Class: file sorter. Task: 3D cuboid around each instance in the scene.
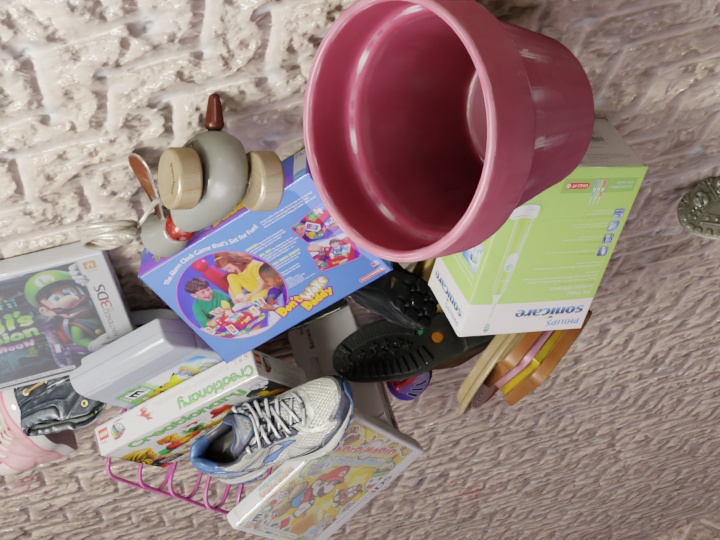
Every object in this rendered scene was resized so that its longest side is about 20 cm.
[{"bbox_3d":[-0.174,0.212,1.501,0.198,0.127,0.139,9,167,29],"label":"file sorter"}]

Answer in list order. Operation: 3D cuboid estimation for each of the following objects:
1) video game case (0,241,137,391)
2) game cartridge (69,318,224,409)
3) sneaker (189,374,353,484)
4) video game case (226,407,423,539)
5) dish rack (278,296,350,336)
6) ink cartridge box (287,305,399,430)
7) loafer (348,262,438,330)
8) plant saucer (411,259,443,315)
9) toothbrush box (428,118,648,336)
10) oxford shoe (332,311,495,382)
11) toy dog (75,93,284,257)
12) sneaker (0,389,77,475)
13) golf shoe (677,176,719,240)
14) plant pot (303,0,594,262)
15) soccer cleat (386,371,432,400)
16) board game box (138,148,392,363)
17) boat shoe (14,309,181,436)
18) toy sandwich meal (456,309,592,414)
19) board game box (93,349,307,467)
[{"bbox_3d":[-0.328,0.052,1.263,0.197,0.024,0.183,-13,143,-4],"label":"video game case"},{"bbox_3d":[-0.190,0.103,1.330,0.132,0.041,0.200,-31,156,15],"label":"game cartridge"},{"bbox_3d":[-0.094,0.166,1.323,0.199,0.078,0.085,-33,151,25],"label":"sneaker"},{"bbox_3d":[-0.034,0.237,1.443,0.182,0.023,0.200,-43,150,6],"label":"video game case"},{"bbox_3d":[-0.118,0.012,1.305,0.152,0.055,0.200,-25,153,17],"label":"dish rack"},{"bbox_3d":[-0.013,0.150,1.539,0.083,0.148,0.200,-20,156,1],"label":"ink cartridge box"},{"bbox_3d":[0.000,0.000,1.306,0.070,0.069,0.200,5,154,46],"label":"loafer"},{"bbox_3d":[0.146,-0.021,1.396,0.197,0.049,0.200,-6,154,-20],"label":"plant saucer"},{"bbox_3d":[0.167,-0.041,1.243,0.144,0.086,0.202,-3,129,-24],"label":"toothbrush box"},{"bbox_3d":[0.066,0.091,1.440,0.197,0.073,0.085,-12,157,-7],"label":"oxford shoe"},{"bbox_3d":[-0.145,-0.080,1.088,0.199,0.098,0.131,-16,163,40],"label":"toy dog"},{"bbox_3d":[-0.400,0.186,1.475,0.103,0.076,0.201,-20,159,-3],"label":"sneaker"},{"bbox_3d":[0.442,-0.064,1.451,0.197,0.079,0.097,-9,161,-11],"label":"golf shoe"},{"bbox_3d":[0.082,-0.119,1.012,0.178,0.202,0.200,-13,161,-45],"label":"plant pot"},{"bbox_3d":[0.053,0.116,1.572,0.073,0.068,0.201,-53,169,-30],"label":"soccer cleat"},{"bbox_3d":[-0.088,-0.011,1.205,0.199,0.045,0.135,-29,124,20],"label":"board game box"},{"bbox_3d":[-0.275,0.112,1.376,0.198,0.092,0.071,-18,155,6],"label":"boat shoe"},{"bbox_3d":[0.183,0.092,1.413,0.206,0.070,0.205,-50,169,-14],"label":"toy sandwich meal"},{"bbox_3d":[-0.165,0.148,1.362,0.198,0.035,0.126,-28,157,16],"label":"board game box"}]
